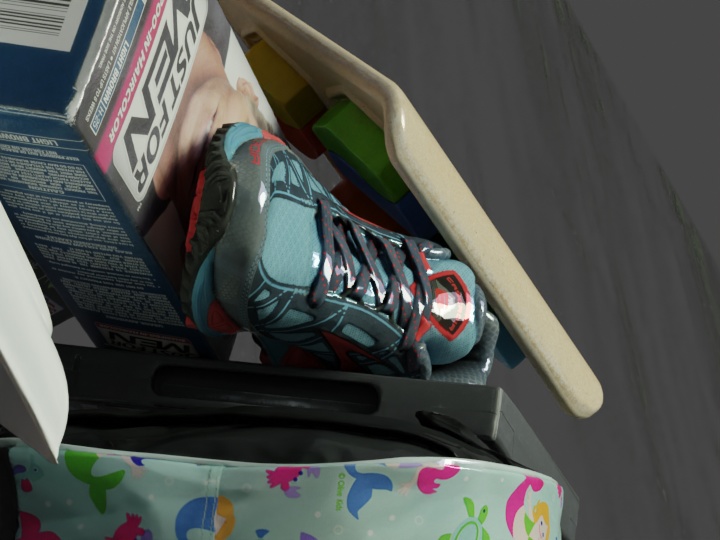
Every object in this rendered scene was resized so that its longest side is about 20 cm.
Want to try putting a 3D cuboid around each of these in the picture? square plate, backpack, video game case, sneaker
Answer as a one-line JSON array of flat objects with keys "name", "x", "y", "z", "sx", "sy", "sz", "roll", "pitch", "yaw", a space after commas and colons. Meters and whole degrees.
[{"name": "square plate", "x": -0.159, "y": -0.045, "z": 1.009, "sx": 0.201, "sy": 0.028, "sz": 0.198, "roll": 67, "pitch": -15, "yaw": -18}, {"name": "backpack", "x": -0.027, "y": 0.117, "z": 1.069, "sx": 0.177, "sy": 0.199, "sz": 0.152, "roll": 27, "pitch": 58, "yaw": -71}, {"name": "video game case", "x": -0.015, "y": 0.072, "z": 1.205, "sx": 0.200, "sy": 0.180, "sz": 0.026, "roll": 52, "pitch": 45, "yaw": -70}, {"name": "sneaker", "x": 0.000, "y": 0.000, "z": 1.125, "sx": 0.200, "sy": 0.095, "sz": 0.080, "roll": 41, "pitch": 57, "yaw": -65}]

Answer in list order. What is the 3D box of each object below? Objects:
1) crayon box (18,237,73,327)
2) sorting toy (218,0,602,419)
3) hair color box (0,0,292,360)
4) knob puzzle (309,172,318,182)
[{"name": "crayon box", "x": -0.169, "y": -0.085, "z": 1.216, "sx": 0.127, "sy": 0.051, "sz": 0.201, "roll": 41, "pitch": 26, "yaw": -59}, {"name": "sorting toy", "x": 0.009, "y": -0.036, "z": 1.255, "sx": 0.185, "sy": 0.036, "sz": 0.200, "roll": 54, "pitch": -5, "yaw": -37}, {"name": "hair color box", "x": -0.086, "y": -0.052, "z": 1.097, "sx": 0.200, "sy": 0.060, "sz": 0.101, "roll": 64, "pitch": 39, "yaw": -61}, {"name": "knob puzzle", "x": -0.031, "y": -0.020, "z": 1.363, "sx": 0.220, "sy": 0.030, "sz": 0.221, "roll": 164, "pitch": -90, "yaw": -85}]
